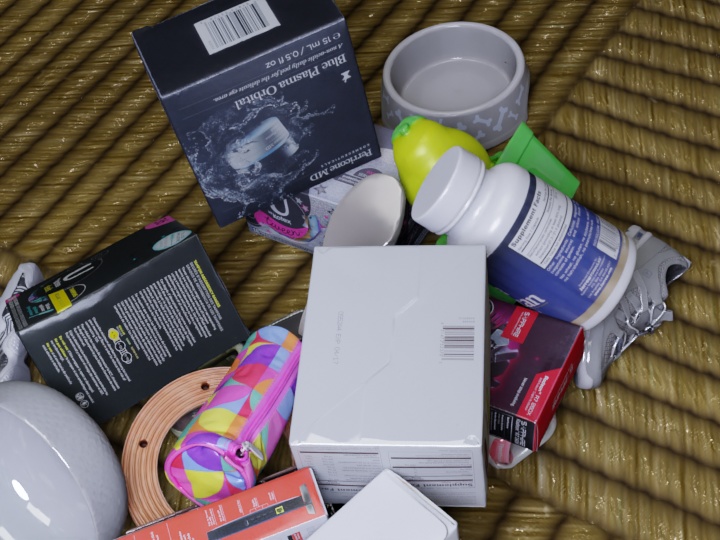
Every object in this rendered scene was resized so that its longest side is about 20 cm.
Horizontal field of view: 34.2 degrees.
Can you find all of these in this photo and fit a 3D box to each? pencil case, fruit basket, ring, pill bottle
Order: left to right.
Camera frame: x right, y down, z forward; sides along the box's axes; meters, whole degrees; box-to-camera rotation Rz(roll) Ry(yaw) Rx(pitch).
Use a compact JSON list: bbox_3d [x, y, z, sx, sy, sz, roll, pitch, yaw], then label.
[{"bbox_3d":[-0.132,0.191,1.140,0.200,0.019,0.201,3,66,-6],"label":"ring"},{"bbox_3d":[-0.102,0.133,1.070,0.088,0.088,0.200,5,32,15],"label":"pencil case"},{"bbox_3d":[0.109,-0.072,1.244,0.215,0.156,0.216,6,61,-12],"label":"fruit basket"},{"bbox_3d":[0.153,-0.033,1.115,0.200,0.111,0.111,31,53,-14],"label":"pill bottle"}]

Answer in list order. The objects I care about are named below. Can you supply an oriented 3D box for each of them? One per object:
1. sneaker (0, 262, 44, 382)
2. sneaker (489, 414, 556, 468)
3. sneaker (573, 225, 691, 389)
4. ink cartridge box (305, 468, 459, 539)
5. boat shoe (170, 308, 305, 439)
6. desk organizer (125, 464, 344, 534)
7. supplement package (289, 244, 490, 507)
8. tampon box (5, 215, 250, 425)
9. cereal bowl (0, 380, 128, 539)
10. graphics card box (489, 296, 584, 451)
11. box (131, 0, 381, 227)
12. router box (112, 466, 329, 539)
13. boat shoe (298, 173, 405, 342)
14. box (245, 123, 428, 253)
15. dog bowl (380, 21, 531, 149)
[{"bbox_3d":[-0.418,0.075,1.293,0.115,0.075,0.200,-2,54,6],"label":"sneaker"},{"bbox_3d":[0.095,0.144,1.135,0.200,0.075,0.105,-11,44,-3],"label":"sneaker"},{"bbox_3d":[0.276,0.040,1.189,0.082,0.075,0.200,22,62,18],"label":"sneaker"},{"bbox_3d":[0.010,0.276,0.960,0.145,0.200,0.083,-39,55,-21],"label":"ink cartridge box"},{"bbox_3d":[-0.118,0.101,1.220,0.201,0.066,0.072,-36,54,-18],"label":"boat shoe"},{"bbox_3d":[-0.108,0.240,1.068,0.200,0.077,0.072,-20,69,-14],"label":"desk organizer"},{"bbox_3d":[0.033,0.089,1.007,0.156,0.111,0.200,0,54,8],"label":"supplement package"},{"bbox_3d":[-0.243,0.049,1.213,0.200,0.126,0.150,-30,19,-14],"label":"tampon box"},{"bbox_3d":[-0.294,0.186,1.110,0.200,0.200,0.083,22,38,26],"label":"cereal bowl"},{"bbox_3d":[0.098,0.080,1.112,0.200,0.051,0.125,18,52,21],"label":"graphics card box"},{"bbox_3d":[-0.102,-0.180,1.214,0.197,0.200,0.117,-25,51,-5],"label":"box"},{"bbox_3d":[-0.102,0.262,0.993,0.179,0.200,0.049,-19,52,-6],"label":"router box"},{"bbox_3d":[0.000,0.000,1.219,0.075,0.093,0.200,24,89,20],"label":"boat shoe"},{"bbox_3d":[-0.025,-0.093,1.332,0.200,0.115,0.132,19,56,25],"label":"box"},{"bbox_3d":[0.118,-0.233,1.459,0.200,0.059,0.200,-6,50,7],"label":"dog bowl"}]
